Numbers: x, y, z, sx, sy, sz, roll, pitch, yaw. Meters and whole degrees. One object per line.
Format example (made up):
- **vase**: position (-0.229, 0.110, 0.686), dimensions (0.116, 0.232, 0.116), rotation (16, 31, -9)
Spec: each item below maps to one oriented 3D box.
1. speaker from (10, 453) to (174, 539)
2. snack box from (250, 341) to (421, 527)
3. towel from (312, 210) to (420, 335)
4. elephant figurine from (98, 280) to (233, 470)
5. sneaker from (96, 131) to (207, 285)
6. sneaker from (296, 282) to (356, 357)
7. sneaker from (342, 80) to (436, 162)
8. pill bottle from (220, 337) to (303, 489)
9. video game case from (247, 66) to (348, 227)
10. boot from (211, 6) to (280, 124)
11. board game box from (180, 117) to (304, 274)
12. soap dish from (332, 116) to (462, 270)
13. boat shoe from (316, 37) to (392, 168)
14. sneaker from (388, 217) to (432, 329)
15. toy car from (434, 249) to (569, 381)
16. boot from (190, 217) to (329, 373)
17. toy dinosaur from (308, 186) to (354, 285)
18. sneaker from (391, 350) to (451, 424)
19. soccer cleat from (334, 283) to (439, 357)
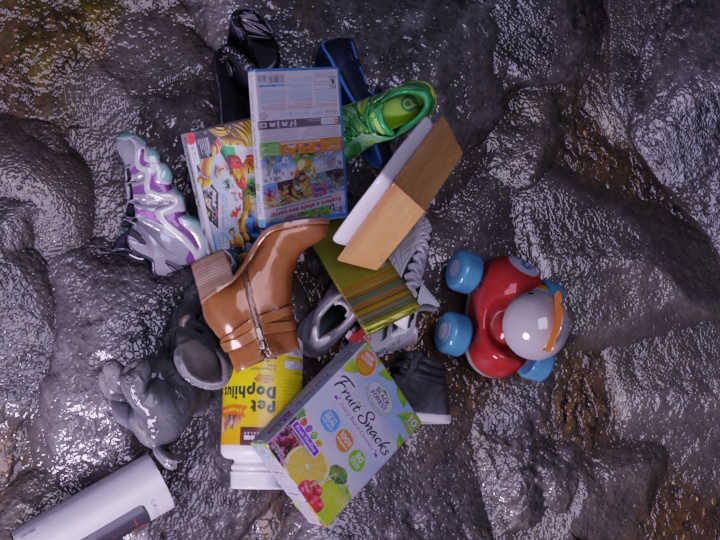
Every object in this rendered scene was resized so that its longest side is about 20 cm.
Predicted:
- **speaker**: position (-0.340, 0.316, 1.445), dimensions (0.198, 0.081, 0.082), rotation (-28, 90, -20)
- **snack box**: position (-0.029, 0.212, 1.482), dimensions (0.200, 0.053, 0.143), rotation (-43, 109, -28)
- **towel**: position (0.000, 0.000, 1.536), dimensions (0.085, 0.018, 0.201), rotation (-22, 51, -15)
- **elephant figurine**: position (-0.232, 0.131, 1.491), dimensions (0.199, 0.140, 0.158), rotation (-31, 118, -34)
- **sneaker**: position (-0.305, -0.075, 1.522), dimensions (0.139, 0.078, 0.201), rotation (-36, 92, -20)
- **sneaker**: position (-0.013, 0.037, 1.596), dimensions (0.070, 0.080, 0.202), rotation (37, 71, -6)
- **sneaker**: position (0.013, -0.207, 1.565), dimensions (0.198, 0.084, 0.075), rotation (-28, 96, 6)
- **pill bottle**: position (-0.132, 0.189, 1.516), dimensions (0.107, 0.109, 0.204), rotation (4, 80, -17)
- **video game case**: position (-0.081, -0.166, 1.503), dimensions (0.141, 0.018, 0.204), rotation (-9, 99, -39)
- **boot**: position (-0.151, -0.240, 1.551), dimensions (0.075, 0.168, 0.204), rotation (-13, 85, -17)
- **board game box**: position (-0.156, -0.096, 1.506), dimensions (0.124, 0.035, 0.204), rotation (-16, 101, -18)
- **soap dish**: position (0.055, -0.103, 1.531), dimensions (0.081, 0.158, 0.201), rotation (37, 40, -2)
- **boat shoe**: position (0.007, -0.252, 1.649), dimensions (0.068, 0.084, 0.203), rotation (-24, 91, -22)
- **sneaker**: position (0.053, -0.009, 1.585), dimensions (0.080, 0.076, 0.202), rotation (13, 43, 5)
- **toy car**: position (0.236, 0.060, 1.592), dimensions (0.182, 0.199, 0.180), rotation (18, 75, -24)
- **boot**: position (-0.107, 0.028, 1.455), dimensions (0.197, 0.077, 0.158), rotation (-23, 84, -11)
- **toy dinosaur**: position (-0.046, -0.085, 1.625), dimensions (0.086, 0.047, 0.204), rotation (-8, 80, -12)
- **sneaker**: position (0.038, 0.162, 1.599), dimensions (0.196, 0.071, 0.101), rotation (7, 77, -22)
- **soccer cleat**: position (0.034, 0.093, 1.607), dimensions (0.085, 0.069, 0.201), rotation (38, 67, 4)
